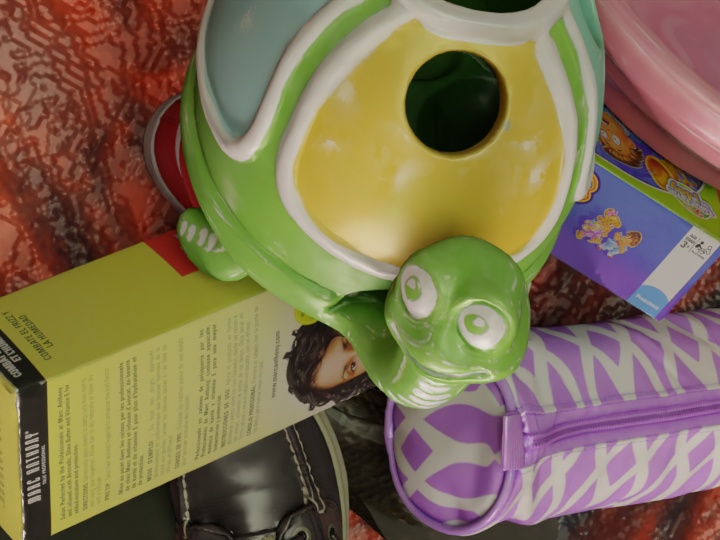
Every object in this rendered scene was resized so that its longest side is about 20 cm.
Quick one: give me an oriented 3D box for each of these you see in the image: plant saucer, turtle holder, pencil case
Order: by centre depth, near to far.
[{"bbox_3d":[0.009,-0.051,0.613,0.140,0.132,0.186,28,50,1],"label":"turtle holder"},{"bbox_3d":[0.104,0.061,0.803,0.199,0.085,0.085,-6,100,-38],"label":"pencil case"},{"bbox_3d":[0.158,-0.098,0.811,0.199,0.201,0.051,23,131,-16],"label":"plant saucer"}]

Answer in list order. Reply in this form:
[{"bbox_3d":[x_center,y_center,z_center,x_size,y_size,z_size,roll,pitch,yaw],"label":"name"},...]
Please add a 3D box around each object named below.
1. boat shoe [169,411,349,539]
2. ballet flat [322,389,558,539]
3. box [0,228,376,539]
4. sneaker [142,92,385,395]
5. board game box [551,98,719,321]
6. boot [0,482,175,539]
[{"bbox_3d":[-0.036,0.124,0.783,0.071,0.065,0.201,-8,113,0],"label":"boat shoe"},{"bbox_3d":[-0.002,0.076,0.829,0.199,0.046,0.068,24,109,-18],"label":"ballet flat"},{"bbox_3d":[-0.045,0.021,0.680,0.199,0.050,0.076,-23,136,-30],"label":"box"},{"bbox_3d":[0.000,0.000,0.787,0.200,0.112,0.071,38,84,-14],"label":"sneaker"},{"bbox_3d":[0.052,-0.079,0.787,0.199,0.135,0.045,30,119,-16],"label":"board game box"},{"bbox_3d":[-0.135,0.053,0.780,0.137,0.077,0.202,1,106,-20],"label":"boot"}]
